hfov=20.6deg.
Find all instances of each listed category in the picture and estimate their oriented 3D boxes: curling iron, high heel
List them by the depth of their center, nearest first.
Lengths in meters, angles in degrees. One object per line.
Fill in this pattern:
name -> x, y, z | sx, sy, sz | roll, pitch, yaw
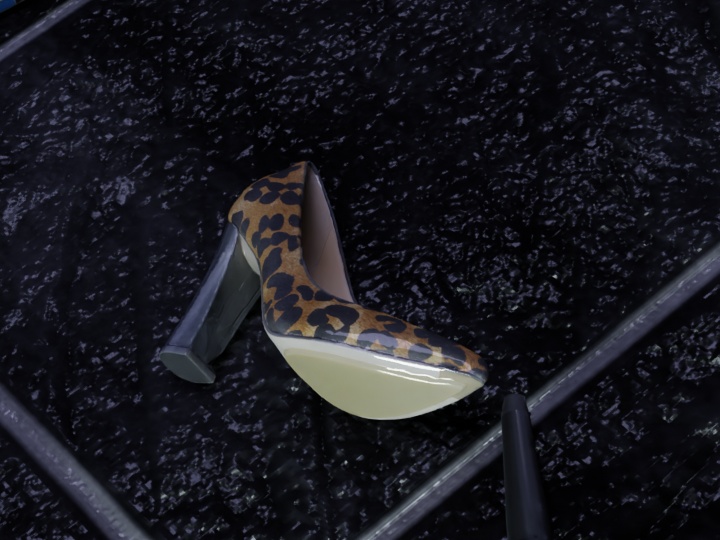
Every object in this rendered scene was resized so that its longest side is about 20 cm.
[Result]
curling iron -> 0.085, 0.132, 0.890 | 0.050, 0.025, 0.201 | -45, 31, 28
high heel -> 0.000, 0.000, 1.017 | 0.199, 0.072, 0.143 | 6, 55, 36

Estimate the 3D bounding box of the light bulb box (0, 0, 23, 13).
light bulb box -> -0.254, -0.291, 1.303 | 0.199, 0.199, 0.125 | -31, 44, -11
